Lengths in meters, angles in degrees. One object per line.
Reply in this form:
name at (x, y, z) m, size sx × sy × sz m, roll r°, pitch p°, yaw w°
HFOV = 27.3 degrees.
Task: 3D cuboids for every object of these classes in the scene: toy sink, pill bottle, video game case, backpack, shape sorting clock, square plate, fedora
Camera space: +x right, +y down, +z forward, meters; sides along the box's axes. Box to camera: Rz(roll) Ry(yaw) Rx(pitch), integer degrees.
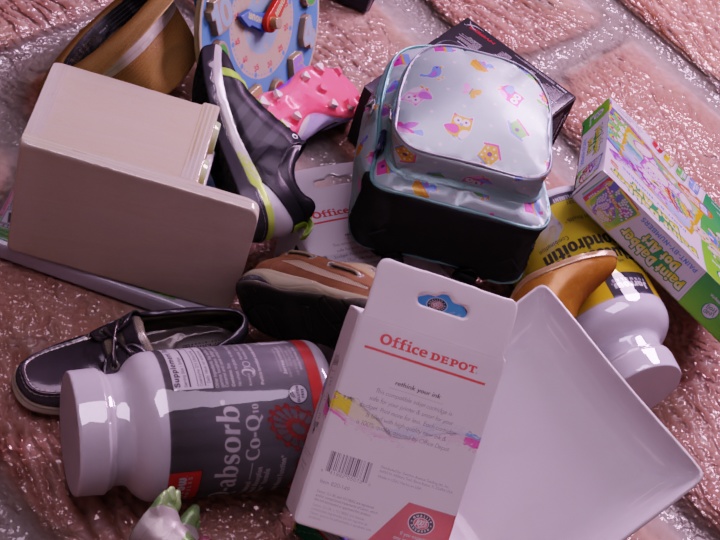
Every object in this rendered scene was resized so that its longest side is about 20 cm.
toy sink at (-0.182, -0.072, 1.250) m, size 0.199 × 0.131 × 0.112 m, roll 16°, pitch 47°, yaw -5°
pill bottle at (-0.126, 0.117, 1.144) m, size 0.199 × 0.116 × 0.116 m, roll -4°, pitch 52°, yaw -21°
video game case at (-0.209, -0.052, 1.325) m, size 0.199 × 0.022 × 0.183 m, roll 19°, pitch 47°, yaw -2°
backpack at (0.083, -0.111, 1.300) m, size 0.175 × 0.154 × 0.201 m, roll 12°, pitch 43°, yaw -7°
shape sorting clock at (-0.094, -0.236, 1.412) m, size 0.039 × 0.201 × 0.200 m, roll 8°, pitch 39°, yaw 32°
pill bottle at (0.209, 0.029, 1.335) m, size 0.111 × 0.112 × 0.201 m, roll -7°, pitch 53°, yaw -24°
square plate at (0.128, 0.145, 1.153) m, size 0.200 × 0.028 × 0.198 m, roll -37°, pitch 72°, yaw -6°
fedora at (-0.210, -0.203, 1.386) m, size 0.082 × 0.200 × 0.201 m, roll 48°, pitch 43°, yaw -22°

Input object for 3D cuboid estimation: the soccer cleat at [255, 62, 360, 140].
soccer cleat at (-0.065, -0.148, 1.429) m, size 0.067 × 0.076 × 0.200 m, roll 51°, pitch 32°, yaw 2°

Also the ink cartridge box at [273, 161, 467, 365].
ink cartridge box at (0.000, 0.000, 1.319) m, size 0.115 × 0.068 × 0.201 m, roll -10°, pitch 55°, yaw -26°

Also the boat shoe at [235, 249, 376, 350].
boat shoe at (-0.006, 0.025, 1.197) m, size 0.199 × 0.076 × 0.074 m, roll 18°, pitch 46°, yaw 27°

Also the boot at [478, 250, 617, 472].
boot at (0.156, 0.081, 1.227) m, size 0.200 × 0.071 × 0.145 m, roll -26°, pitch 71°, yaw -12°

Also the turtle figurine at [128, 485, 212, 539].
turtle figurine at (-0.055, 0.217, 1.063) m, size 0.193 × 0.201 × 0.144 m, roll 34°, pitch 20°, yaw 20°

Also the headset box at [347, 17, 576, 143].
headset box at (0.095, -0.149, 1.475) m, size 0.148 × 0.075 × 0.200 m, roll 38°, pitch 49°, yaw 15°

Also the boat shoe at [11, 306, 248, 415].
boat shoe at (-0.184, 0.065, 1.203) m, size 0.199 × 0.065 × 0.072 m, roll -8°, pitch 55°, yaw -24°

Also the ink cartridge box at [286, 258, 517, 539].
ink cartridge box at (0.031, 0.100, 1.093) m, size 0.116 × 0.067 × 0.201 m, roll 18°, pitch 90°, yaw -8°

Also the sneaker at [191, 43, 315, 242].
sneaker at (-0.092, -0.110, 1.305) m, size 0.082 × 0.072 × 0.201 m, roll -10°, pitch 68°, yaw -22°

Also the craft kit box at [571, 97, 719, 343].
craft kit box at (0.284, -0.051, 1.390) m, size 0.200 × 0.048 × 0.198 m, roll 43°, pitch 28°, yaw -11°

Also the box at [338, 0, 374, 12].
box at (-0.047, -0.395, 1.619) m, size 0.199 × 0.105 × 0.148 m, roll 24°, pitch 47°, yaw 2°

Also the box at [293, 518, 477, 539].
box at (0.055, 0.181, 1.198) m, size 0.117 × 0.048 × 0.200 m, roll 41°, pitch 49°, yaw 16°
